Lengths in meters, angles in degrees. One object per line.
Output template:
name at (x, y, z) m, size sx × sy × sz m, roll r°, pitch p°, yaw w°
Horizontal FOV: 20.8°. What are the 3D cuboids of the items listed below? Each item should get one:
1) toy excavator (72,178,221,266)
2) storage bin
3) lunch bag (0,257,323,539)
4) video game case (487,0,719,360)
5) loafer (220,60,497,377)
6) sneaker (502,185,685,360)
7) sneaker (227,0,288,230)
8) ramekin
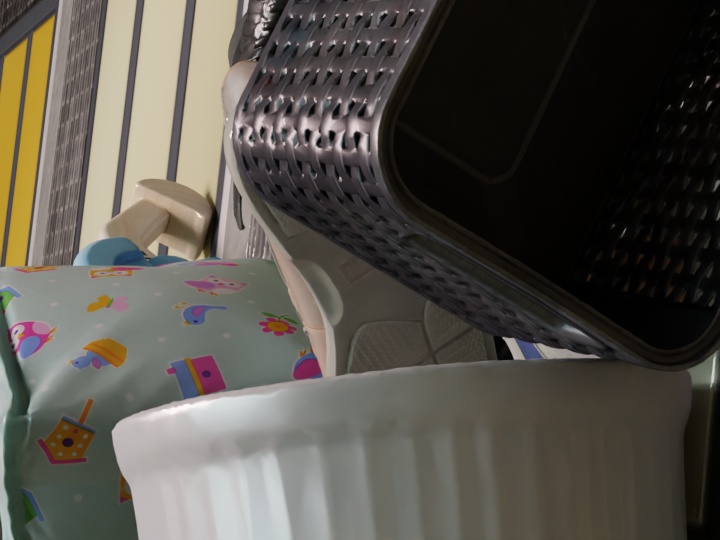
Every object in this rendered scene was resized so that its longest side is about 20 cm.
toy excavator at (-0.135, 0.012, 1.226) m, size 0.200 × 0.194 × 0.100 m, roll 41°, pitch 126°, yaw 33°
storage bin at (0.069, -0.085, 0.591) m, size 0.094 × 0.135 × 0.200 m, roll 9°, pitch 71°, yaw 61°
lunch bag at (-0.104, 0.056, 0.973) m, size 0.200 × 0.170 × 0.122 m, roll -121°, pitch 29°, yaw -60°
video game case at (0.054, -0.085, 0.768) m, size 0.181 × 0.025 × 0.200 m, roll 59°, pitch 145°, yaw 18°
loafer at (0.000, 0.000, 0.795) m, size 0.200 × 0.072 × 0.063 m, roll 64°, pitch 175°, yaw -30°
sneaker at (0.034, -0.040, 0.728) m, size 0.200 × 0.075 × 0.088 m, roll 58°, pitch 146°, yaw 20°
sneaker at (-0.039, -0.121, 1.105) m, size 0.200 × 0.060 × 0.104 m, roll 112°, pitch 157°, yaw -47°
ramekin at (0.018, 0.093, 0.673) m, size 0.200 × 0.200 × 0.098 m, roll 152°, pitch 115°, yaw -66°
